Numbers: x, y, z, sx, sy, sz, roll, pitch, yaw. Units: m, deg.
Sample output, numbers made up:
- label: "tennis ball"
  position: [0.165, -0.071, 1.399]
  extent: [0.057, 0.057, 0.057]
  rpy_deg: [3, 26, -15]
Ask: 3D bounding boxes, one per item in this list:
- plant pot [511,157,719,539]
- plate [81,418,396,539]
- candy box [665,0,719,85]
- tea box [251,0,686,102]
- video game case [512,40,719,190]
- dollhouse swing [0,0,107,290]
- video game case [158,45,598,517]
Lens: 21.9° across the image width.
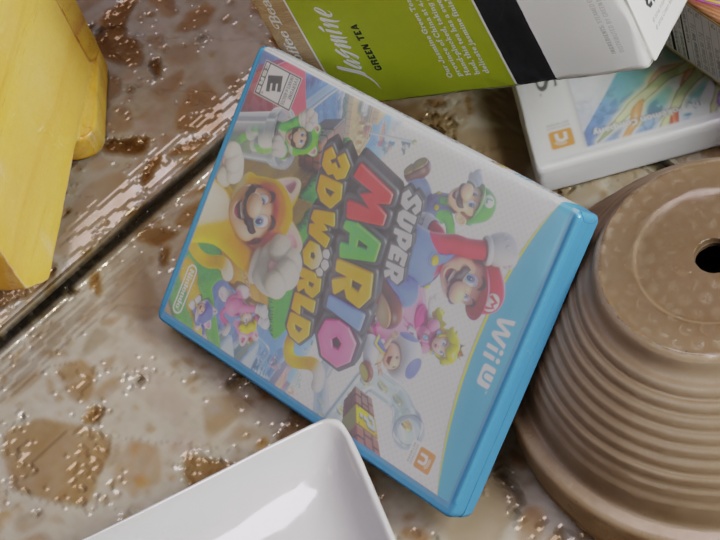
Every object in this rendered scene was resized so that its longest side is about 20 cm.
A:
- label: "plant pot"
  position: [0.153, 0.019, 0.792]
  extent: [0.200, 0.093, 0.202]
  rpy_deg: [-9, 53, 11]
- label: "plate"
  position: [-0.059, 0.183, 0.774]
  extent: [0.199, 0.032, 0.200]
  rpy_deg: [-26, 52, -3]
- label: "candy box"
  position: [0.234, -0.114, 0.858]
  extent: [0.117, 0.057, 0.200]
  rpy_deg: [-39, 55, -10]
- label: "tea box"
  position: [0.065, -0.195, 0.876]
  extent: [0.196, 0.134, 0.200]
  rpy_deg: [-2, 41, 39]
- label: "video game case"
  position: [0.167, -0.139, 0.944]
  extent: [0.199, 0.022, 0.183]
  rpy_deg: [-15, 53, 5]
- label: "dollhouse swing"
  position: [-0.232, -0.106, 0.926]
  extent: [0.181, 0.200, 0.176]
  rpy_deg: [8, 59, 21]
- label: "video game case"
  position: [0.000, 0.000, 0.839]
  extent: [0.200, 0.018, 0.144]
  rpy_deg: [31, 104, 36]
